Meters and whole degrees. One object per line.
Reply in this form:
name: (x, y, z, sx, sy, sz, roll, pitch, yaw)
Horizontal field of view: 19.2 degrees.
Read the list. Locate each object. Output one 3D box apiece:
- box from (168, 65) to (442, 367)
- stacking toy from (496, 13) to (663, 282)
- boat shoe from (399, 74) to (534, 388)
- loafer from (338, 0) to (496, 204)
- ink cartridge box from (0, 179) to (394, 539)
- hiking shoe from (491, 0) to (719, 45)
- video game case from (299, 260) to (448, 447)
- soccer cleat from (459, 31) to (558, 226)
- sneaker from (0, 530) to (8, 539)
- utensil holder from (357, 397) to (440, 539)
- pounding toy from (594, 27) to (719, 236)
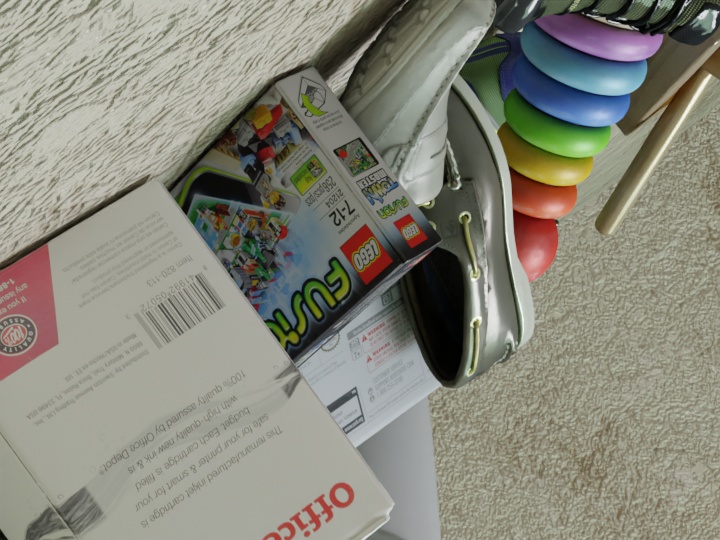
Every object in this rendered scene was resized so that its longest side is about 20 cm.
box: (-0.057, -0.002, 1.091, 0.200, 0.110, 0.035, -42, 172, 39)
stacking toy: (0.113, -0.083, 1.223, 0.085, 0.085, 0.201, -29, 142, -55)
boat shoe: (0.045, -0.026, 1.192, 0.072, 0.203, 0.060, 14, -137, 43)
loafer: (0.017, -0.067, 1.086, 0.200, 0.069, 0.070, -52, -167, 37)
ink cartridge box: (-0.104, 0.082, 1.013, 0.146, 0.201, 0.083, -33, 173, -31)
hiking shoe: (0.146, -0.160, 1.104, 0.200, 0.101, 0.076, -34, 170, -37)
video game case: (0.000, 0.000, 1.219, 0.023, 0.183, 0.199, 9, -148, 43)
soccer cleat: (0.086, -0.074, 1.356, 0.083, 0.065, 0.201, -5, 140, -3)
sneaker: (-0.114, 0.135, 1.155, 0.199, 0.076, 0.090, -12, -178, 24)
utensil holder: (-0.031, 0.144, 1.356, 0.170, 0.169, 0.201, -41, -146, 33)
pounding toy: (0.206, -0.155, 1.312, 0.199, 0.143, 0.184, -35, 174, -20)
